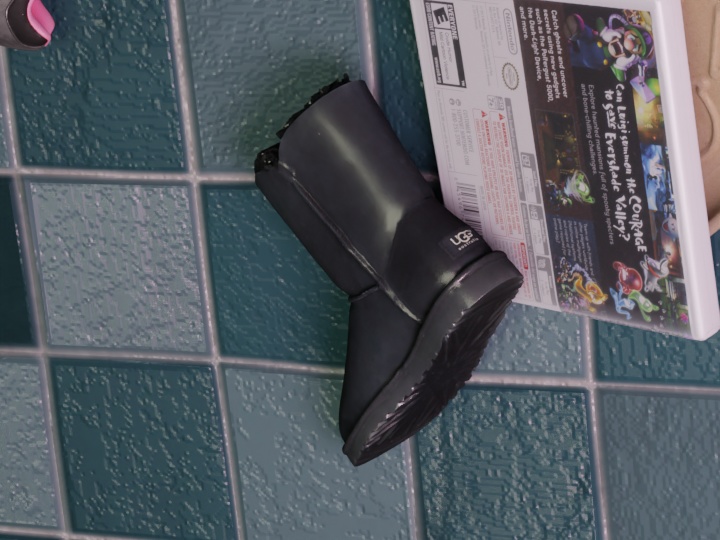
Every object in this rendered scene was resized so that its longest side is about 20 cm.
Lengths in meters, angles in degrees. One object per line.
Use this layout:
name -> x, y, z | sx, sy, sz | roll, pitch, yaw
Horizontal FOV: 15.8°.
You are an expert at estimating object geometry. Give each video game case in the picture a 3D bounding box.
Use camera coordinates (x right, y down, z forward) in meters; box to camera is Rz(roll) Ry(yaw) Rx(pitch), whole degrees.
video game case -> 0.112, -0.068, 1.448 | 0.182, 0.023, 0.200 | 12, 121, 43

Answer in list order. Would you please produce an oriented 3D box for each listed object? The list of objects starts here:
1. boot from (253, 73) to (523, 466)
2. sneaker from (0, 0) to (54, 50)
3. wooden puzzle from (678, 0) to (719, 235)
boot -> 0.000, 0.000, 1.542 | 0.168, 0.076, 0.200 | 51, 141, 19
sneaker -> -0.200, -0.221, 1.567 | 0.095, 0.079, 0.200 | 16, 116, -5
wooden puzzle -> 0.173, -0.136, 1.400 | 0.200, 0.046, 0.185 | 50, 144, 4
